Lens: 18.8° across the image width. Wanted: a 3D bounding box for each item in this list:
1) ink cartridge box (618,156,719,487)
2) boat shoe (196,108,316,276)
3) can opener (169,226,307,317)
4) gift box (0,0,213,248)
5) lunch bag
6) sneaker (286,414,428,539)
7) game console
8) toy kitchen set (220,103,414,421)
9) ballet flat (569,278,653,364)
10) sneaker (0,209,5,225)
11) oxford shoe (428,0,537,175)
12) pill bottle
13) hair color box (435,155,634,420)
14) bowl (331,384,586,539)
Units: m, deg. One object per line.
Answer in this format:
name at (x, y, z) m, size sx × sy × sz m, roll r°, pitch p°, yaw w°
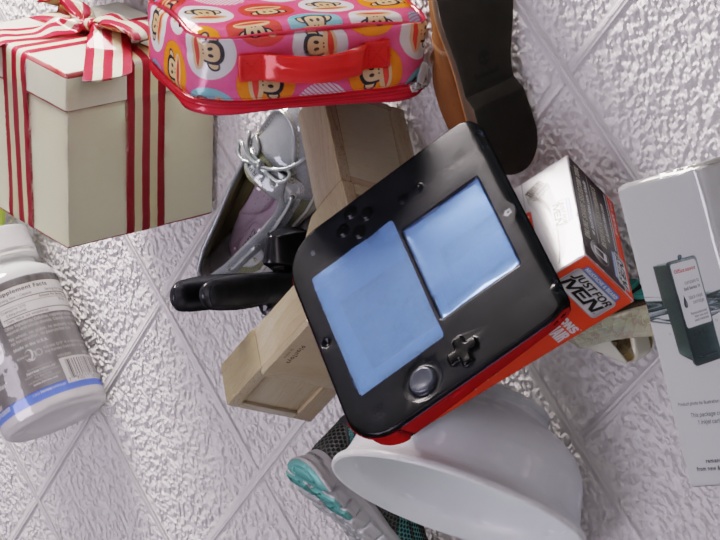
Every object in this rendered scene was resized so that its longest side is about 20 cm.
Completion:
ink cartridge box at (0.259, 0.021, 1.373) m, size 0.083 × 0.146 × 0.201 m, roll -12°, pitch 92°, yaw 55°
boat shoe at (-0.084, -0.063, 1.857) m, size 0.075 × 0.065 × 0.202 m, roll 55°, pitch 139°, yaw 24°
can opener at (-0.097, 0.013, 1.793) m, size 0.063 × 0.200 × 0.079 m, roll -13°, pitch 91°, yaw 30°
gift box at (-0.243, -0.139, 1.933) m, size 0.184 × 0.200 × 0.187 m, roll 23°, pitch 119°, yaw 41°
lunch bag at (-0.051, -0.170, 1.645) m, size 0.176 × 0.199 × 0.082 m, roll -137°, pitch 44°, yaw -61°
sneaker at (0.025, 0.184, 1.766) m, size 0.077 × 0.091 × 0.200 m, roll 24°, pitch 160°, yaw 43°
game console at (0.043, 0.009, 1.519) m, size 0.177 × 0.031 × 0.200 m, roll -39°, pitch 47°, yaw 17°
toy kitchen set at (0.000, 0.000, 1.742) m, size 0.200 × 0.163 × 0.181 m, roll -47°, pitch 41°, yaw 38°
ballet flat at (0.198, 0.038, 1.528) m, size 0.200 × 0.067 × 0.063 m, roll -9°, pitch 106°, yaw 54°
sneaker at (-0.379, -0.110, 2.219) m, size 0.090 × 0.078 × 0.201 m, roll 26°, pitch 124°, yaw 37°
oxford shoe at (0.073, -0.168, 1.613) m, size 0.071 × 0.071 × 0.201 m, roll 5°, pitch 108°, yaw 57°
pill bottle at (-0.344, 0.062, 2.201) m, size 0.114 × 0.114 × 0.200 m, roll -40°, pitch 70°, yaw 51°
hair color box at (0.090, 0.019, 1.552) m, size 0.200 × 0.064 × 0.111 m, roll -33°, pitch 35°, yaw 24°
bowl at (0.085, 0.139, 1.646) m, size 0.201 × 0.201 × 0.091 m, roll -8°, pitch 58°, yaw 53°
